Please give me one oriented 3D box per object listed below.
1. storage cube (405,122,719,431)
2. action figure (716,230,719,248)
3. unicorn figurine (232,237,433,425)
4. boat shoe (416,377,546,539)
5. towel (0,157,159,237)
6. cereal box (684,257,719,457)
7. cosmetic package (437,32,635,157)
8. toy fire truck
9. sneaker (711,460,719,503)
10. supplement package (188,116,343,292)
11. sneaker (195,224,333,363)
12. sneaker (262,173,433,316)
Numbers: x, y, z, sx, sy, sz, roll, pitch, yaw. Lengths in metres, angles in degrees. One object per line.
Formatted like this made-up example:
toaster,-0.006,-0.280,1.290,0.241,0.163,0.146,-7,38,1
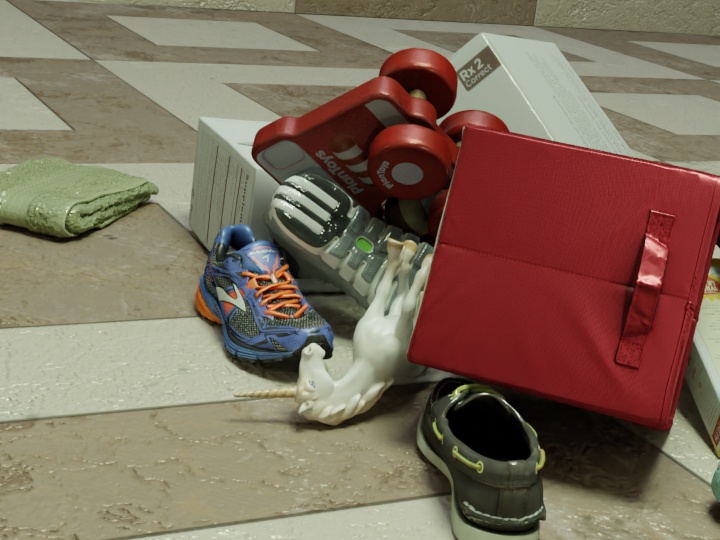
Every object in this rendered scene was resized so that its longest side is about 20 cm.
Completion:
storage cube,0.152,0.010,0.948,0.179,0.172,0.200,14,-2,14
action figure,0.304,-0.014,1.047,0.129,0.070,0.200,-8,36,-10
unicorn figurine,0.017,0.046,0.968,0.074,0.138,0.200,23,6,34
boat shoe,0.081,0.109,0.866,0.071,0.061,0.201,4,18,-8
towel,-0.307,-0.079,1.347,0.148,0.037,0.200,11,18,15
cereal box,0.319,0.065,1.032,0.143,0.040,0.200,4,39,-9
cosmetic package,0.136,-0.109,1.263,0.165,0.165,0.200,57,27,11
toy fire truck,0.028,-0.078,1.113,0.167,0.200,0.113,-21,44,32
sneaker,0.332,0.095,0.861,0.199,0.140,0.078,-9,40,-31
supplement package,-0.080,-0.066,1.256,0.116,0.118,0.200,1,19,-23
sneaker,-0.081,0.019,1.058,0.075,0.079,0.200,-5,21,-30
sneaker,0.000,0.000,1.113,0.200,0.075,0.115,41,-21,-9
